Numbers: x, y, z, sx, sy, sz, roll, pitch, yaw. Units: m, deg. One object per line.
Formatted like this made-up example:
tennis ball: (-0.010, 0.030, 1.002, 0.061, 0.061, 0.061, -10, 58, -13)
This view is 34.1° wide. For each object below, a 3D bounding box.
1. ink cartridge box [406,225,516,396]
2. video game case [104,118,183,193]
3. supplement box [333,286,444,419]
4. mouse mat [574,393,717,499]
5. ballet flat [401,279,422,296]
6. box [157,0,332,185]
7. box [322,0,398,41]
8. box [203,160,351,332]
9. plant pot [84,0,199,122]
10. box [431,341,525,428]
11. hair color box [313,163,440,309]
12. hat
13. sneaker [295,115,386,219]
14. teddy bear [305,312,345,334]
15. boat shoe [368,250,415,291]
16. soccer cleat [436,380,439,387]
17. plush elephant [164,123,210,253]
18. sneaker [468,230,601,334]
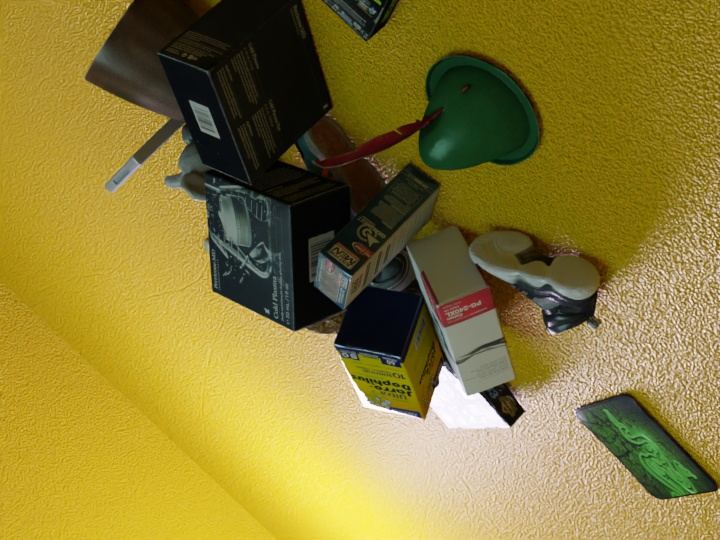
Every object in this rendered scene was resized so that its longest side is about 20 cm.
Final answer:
ink cartridge box: (0.146, 0.061, 1.694, 0.145, 0.083, 0.200, -114, 3, -49)
video game case: (-0.318, -0.216, 1.883, 0.022, 0.200, 0.182, 46, 154, -11)
supplement box: (0.047, 0.125, 1.772, 0.108, 0.110, 0.200, 9, 150, 21)
mouse mat: (0.423, 0.267, 1.755, 0.200, 0.008, 0.161, 45, 154, -3)
ballet flat: (0.082, 0.047, 1.854, 0.200, 0.063, 0.069, 14, 142, 46)
box: (-0.152, -0.258, 1.606, 0.104, 0.182, 0.200, 25, 148, 34)
box: (-0.026, -0.395, 1.379, 0.200, 0.048, 0.193, 43, 152, 4)
box: (-0.120, -0.045, 1.729, 0.196, 0.124, 0.201, 23, 124, 42)
plant pot: (-0.276, -0.303, 1.750, 0.200, 0.187, 0.187, 35, 156, -13)
box: (0.153, 0.178, 1.962, 0.200, 0.050, 0.198, 52, 156, -11)
hair color box: (0.023, -0.049, 1.640, 0.060, 0.200, 0.100, 37, 153, 14)
hat: (0.092, -0.143, 1.426, 0.166, 0.176, 0.200, 51, 153, -14)
sneaker: (-0.025, -0.136, 1.739, 0.200, 0.071, 0.080, 56, 153, -6)
teddy bear: (0.008, 0.075, 1.915, 0.199, 0.067, 0.145, 12, -168, 4)
boat shoe: (0.000, 0.000, 1.853, 0.066, 0.070, 0.200, 10, 172, -43)
soccer cleat: (0.057, 0.168, 1.966, 0.200, 0.065, 0.084, 0, 130, 56)
plush elephant: (-0.245, -0.149, 1.920, 0.155, 0.165, 0.200, 26, 139, -26)
sneaker: (0.235, 0.022, 1.581, 0.200, 0.075, 0.114, 22, 147, 37)
